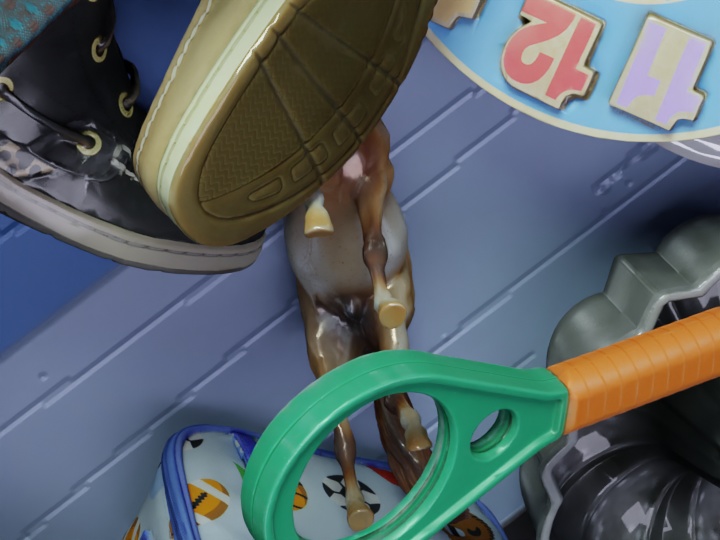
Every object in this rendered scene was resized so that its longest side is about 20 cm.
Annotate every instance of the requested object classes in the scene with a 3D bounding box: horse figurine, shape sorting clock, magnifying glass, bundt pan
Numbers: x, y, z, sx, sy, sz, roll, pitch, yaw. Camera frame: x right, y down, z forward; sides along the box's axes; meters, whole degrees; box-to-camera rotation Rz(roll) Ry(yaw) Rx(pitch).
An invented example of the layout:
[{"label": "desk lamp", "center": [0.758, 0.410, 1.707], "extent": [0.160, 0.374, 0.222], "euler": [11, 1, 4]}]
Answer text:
[{"label": "horse figurine", "center": [0.000, 0.000, 0.822], "extent": [0.049, 0.133, 0.201], "euler": [-10, 130, 1]}, {"label": "shape sorting clock", "center": [0.095, -0.142, 0.774], "extent": [0.198, 0.039, 0.202], "euler": [3, 104, 11]}, {"label": "magnifying glass", "center": [0.048, 0.049, 0.790], "extent": [0.199, 0.022, 0.080], "euler": [-16, 128, -29]}, {"label": "bundt pan", "center": [0.148, 0.061, 0.920], "extent": [0.200, 0.076, 0.203], "euler": [-8, 119, -15]}]

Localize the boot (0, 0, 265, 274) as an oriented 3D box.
[{"label": "boot", "center": [-0.088, -0.094, 0.762], "extent": [0.199, 0.073, 0.151], "euler": [25, 105, -23]}]

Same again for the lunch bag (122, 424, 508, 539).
[{"label": "lunch bag", "center": [-0.006, 0.143, 0.834], "extent": [0.159, 0.200, 0.076], "euler": [17, 118, -27]}]

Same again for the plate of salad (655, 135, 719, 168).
[{"label": "plate of salad", "center": [0.154, -0.134, 0.836], "extent": [0.198, 0.048, 0.202], "euler": [-4, 110, -11]}]

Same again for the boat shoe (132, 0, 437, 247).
[{"label": "boat shoe", "center": [-0.014, -0.099, 0.736], "extent": [0.201, 0.066, 0.074], "euler": [-56, 146, -16]}]

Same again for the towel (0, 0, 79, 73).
[{"label": "towel", "center": [-0.144, -0.146, 0.639], "extent": [0.200, 0.147, 0.022], "euler": [42, 136, -4]}]
